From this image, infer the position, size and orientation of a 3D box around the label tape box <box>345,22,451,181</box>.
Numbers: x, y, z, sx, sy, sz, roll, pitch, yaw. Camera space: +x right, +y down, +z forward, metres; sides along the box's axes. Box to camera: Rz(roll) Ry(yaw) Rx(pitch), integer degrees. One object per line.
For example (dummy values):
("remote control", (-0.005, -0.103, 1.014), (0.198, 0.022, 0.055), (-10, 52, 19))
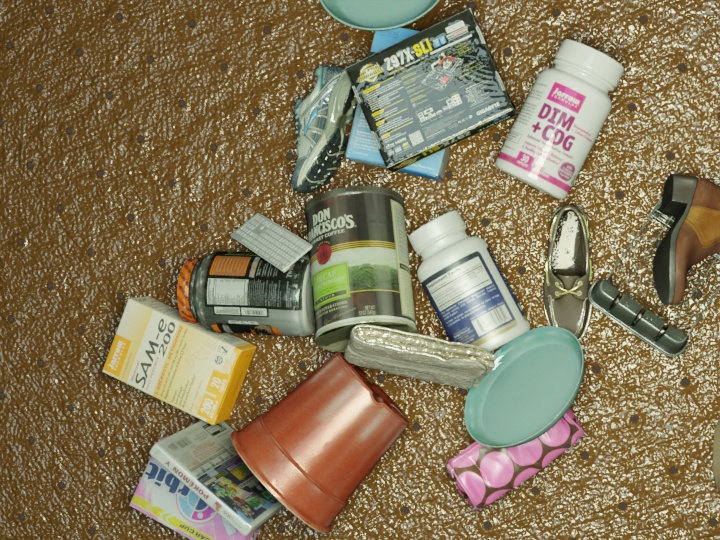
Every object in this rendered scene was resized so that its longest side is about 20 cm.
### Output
("label tape box", (0.073, -0.244, 1.704), (0.144, 0.063, 0.201), (14, 90, 13))

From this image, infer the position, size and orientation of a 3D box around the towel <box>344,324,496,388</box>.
("towel", (0.078, 0.121, 1.594), (0.199, 0.133, 0.035), (12, 69, -2))

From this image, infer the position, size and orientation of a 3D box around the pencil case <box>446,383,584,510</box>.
("pencil case", (0.215, 0.251, 1.655), (0.200, 0.091, 0.094), (-40, 121, 8))

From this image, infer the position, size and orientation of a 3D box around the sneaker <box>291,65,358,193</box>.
("sneaker", (-0.063, -0.212, 1.742), (0.086, 0.078, 0.201), (23, 88, 25))

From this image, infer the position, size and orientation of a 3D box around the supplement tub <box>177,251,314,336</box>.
("supplement tub", (-0.162, 0.034, 1.729), (0.199, 0.122, 0.123), (2, 90, 14))

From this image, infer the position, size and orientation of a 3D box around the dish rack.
("dish rack", (0.430, -0.001, 1.613), (0.153, 0.055, 0.200), (35, 79, 10))

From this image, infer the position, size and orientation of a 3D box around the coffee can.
("coffee can", (0.000, 0.000, 1.651), (0.146, 0.146, 0.201), (-10, 70, 13))

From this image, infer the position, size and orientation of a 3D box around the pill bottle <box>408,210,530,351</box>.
("pill bottle", (0.149, 0.021, 1.660), (0.111, 0.111, 0.201), (-29, 83, 12))

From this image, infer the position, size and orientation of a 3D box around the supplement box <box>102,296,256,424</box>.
("supplement box", (-0.277, 0.135, 1.780), (0.199, 0.074, 0.127), (23, 97, 13))

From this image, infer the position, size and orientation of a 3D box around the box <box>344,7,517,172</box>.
("box", (0.099, -0.252, 1.641), (0.199, 0.049, 0.160), (-25, 80, 11))

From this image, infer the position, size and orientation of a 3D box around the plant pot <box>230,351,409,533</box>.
("plant pot", (-0.048, 0.236, 1.675), (0.195, 0.201, 0.201), (-45, 80, 1))

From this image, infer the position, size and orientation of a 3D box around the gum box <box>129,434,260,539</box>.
("gum box", (-0.235, 0.348, 1.773), (0.199, 0.066, 0.114), (26, 95, 12))

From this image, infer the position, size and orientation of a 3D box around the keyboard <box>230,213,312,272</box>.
("keyboard", (-0.132, -0.043, 1.702), (0.056, 0.200, 0.011), (-45, 121, -9))

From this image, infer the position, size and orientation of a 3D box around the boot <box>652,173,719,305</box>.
("boot", (0.501, -0.027, 1.570), (0.199, 0.069, 0.189), (12, 66, -3))

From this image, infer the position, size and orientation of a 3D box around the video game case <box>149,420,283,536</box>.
("video game case", (-0.192, 0.293, 1.695), (0.182, 0.200, 0.023), (38, 105, 11))

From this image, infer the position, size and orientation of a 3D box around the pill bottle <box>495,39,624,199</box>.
("pill bottle", (0.280, -0.211, 1.628), (0.113, 0.113, 0.201), (27, 96, 12))

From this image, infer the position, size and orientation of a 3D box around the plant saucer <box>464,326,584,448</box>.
("plant saucer", (0.231, 0.166, 1.618), (0.200, 0.200, 0.027), (-41, 118, 10))

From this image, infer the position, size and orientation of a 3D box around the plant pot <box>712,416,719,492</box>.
("plant pot", (0.564, 0.245, 1.534), (0.174, 0.200, 0.201), (0, 90, 33))

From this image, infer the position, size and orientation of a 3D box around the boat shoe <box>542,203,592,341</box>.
("boat shoe", (0.294, 0.006, 1.651), (0.071, 0.060, 0.201), (3, 90, 13))

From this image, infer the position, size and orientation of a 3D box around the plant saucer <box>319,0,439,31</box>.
("plant saucer", (0.035, -0.421, 1.699), (0.199, 0.036, 0.201), (-5, 63, 9))
